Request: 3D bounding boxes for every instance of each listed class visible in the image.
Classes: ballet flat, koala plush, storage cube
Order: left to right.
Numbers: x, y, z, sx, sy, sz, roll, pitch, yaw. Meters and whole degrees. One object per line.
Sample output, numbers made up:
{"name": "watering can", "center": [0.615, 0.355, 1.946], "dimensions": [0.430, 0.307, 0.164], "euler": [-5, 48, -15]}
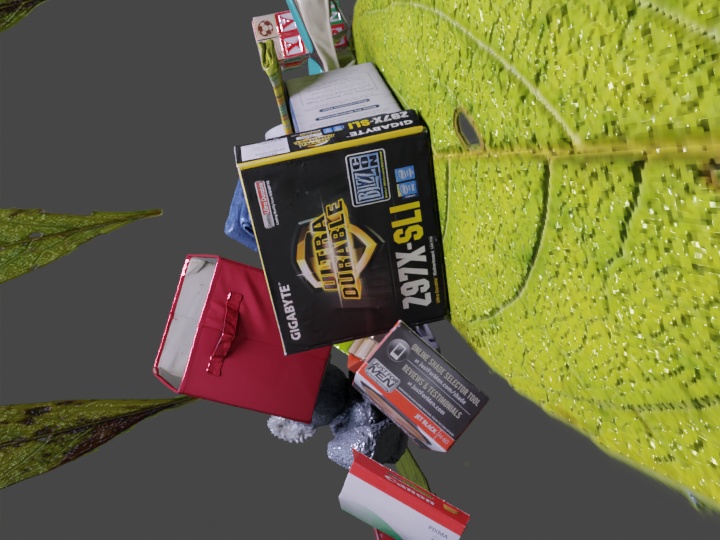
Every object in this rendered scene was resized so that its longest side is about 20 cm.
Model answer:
{"name": "storage cube", "center": [-0.148, 0.086, 1.129], "dimensions": [0.200, 0.179, 0.172], "euler": [5, 78, 65]}
{"name": "ballet flat", "center": [-0.038, -0.270, 1.066], "dimensions": [0.070, 0.069, 0.201], "euler": [-107, 0, -46]}
{"name": "koala plush", "center": [-0.032, 0.183, 1.228], "dimensions": [0.184, 0.199, 0.178], "euler": [34, -115, -64]}

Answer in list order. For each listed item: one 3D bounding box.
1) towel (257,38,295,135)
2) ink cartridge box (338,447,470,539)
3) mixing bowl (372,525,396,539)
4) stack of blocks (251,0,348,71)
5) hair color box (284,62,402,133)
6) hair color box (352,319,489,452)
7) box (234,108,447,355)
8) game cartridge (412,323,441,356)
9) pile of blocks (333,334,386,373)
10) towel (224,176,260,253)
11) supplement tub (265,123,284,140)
{"name": "towel", "center": [-0.077, -0.139, 0.931], "dimensions": [0.086, 0.018, 0.201], "euler": [-101, -1, -57]}
{"name": "ink cartridge box", "center": [0.050, 0.297, 1.068], "dimensions": [0.050, 0.160, 0.200], "euler": [-59, -14, -19]}
{"name": "mixing bowl", "center": [0.083, 0.413, 1.244], "dimensions": [0.200, 0.108, 0.201], "euler": [168, 90, -86]}
{"name": "stack of blocks", "center": [-0.087, -0.319, 1.206], "dimensions": [0.200, 0.115, 0.059], "euler": [-123, 20, -80]}
{"name": "hair color box", "center": [-0.013, -0.139, 0.851], "dimensions": [0.200, 0.099, 0.061], "euler": [-108, 6, -59]}
{"name": "hair color box", "center": [0.048, 0.111, 0.801], "dimensions": [0.101, 0.061, 0.200], "euler": [41, 170, 7]}
{"name": "box", "center": [-0.012, -0.030, 0.768], "dimensions": [0.049, 0.159, 0.201], "euler": [-111, 9, -56]}
{"name": "game cartridge", "center": [0.065, 0.100, 1.029], "dimensions": [0.200, 0.038, 0.130], "euler": [-111, 13, -65]}
{"name": "pile of blocks", "center": [-0.005, 0.088, 1.037], "dimensions": [0.082, 0.062, 0.200], "euler": [34, 171, 3]}
{"name": "towel", "center": [-0.029, -0.040, 0.853], "dimensions": [0.049, 0.199, 0.112], "euler": [-42, 32, 42]}
{"name": "supplement tub", "center": [-0.080, -0.143, 1.461], "dimensions": [0.145, 0.144, 0.201], "euler": [122, 134, -84]}
